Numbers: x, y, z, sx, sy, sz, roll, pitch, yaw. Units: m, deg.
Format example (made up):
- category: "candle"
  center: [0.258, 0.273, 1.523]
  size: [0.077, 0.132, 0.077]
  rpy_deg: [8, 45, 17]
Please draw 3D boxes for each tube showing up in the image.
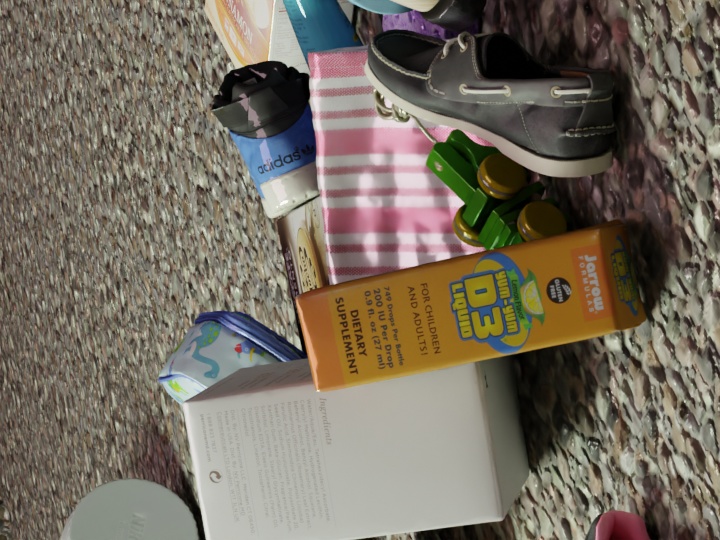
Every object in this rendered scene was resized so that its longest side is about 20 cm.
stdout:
- category: "tube"
  center: [-0.032, -0.184, 1.570]
  size: [0.201, 0.050, 0.077]
  rpy_deg: [63, 173, -20]

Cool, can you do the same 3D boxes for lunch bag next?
- category: "lunch bag"
  center: [-0.056, 0.112, 1.691]
  size: [0.200, 0.083, 0.161]
  rpy_deg: [36, 170, -8]

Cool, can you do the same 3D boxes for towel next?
- category: "towel"
  center: [0.035, -0.052, 1.440]
  size: [0.146, 0.030, 0.201]
  rpy_deg: [-1, 97, 27]

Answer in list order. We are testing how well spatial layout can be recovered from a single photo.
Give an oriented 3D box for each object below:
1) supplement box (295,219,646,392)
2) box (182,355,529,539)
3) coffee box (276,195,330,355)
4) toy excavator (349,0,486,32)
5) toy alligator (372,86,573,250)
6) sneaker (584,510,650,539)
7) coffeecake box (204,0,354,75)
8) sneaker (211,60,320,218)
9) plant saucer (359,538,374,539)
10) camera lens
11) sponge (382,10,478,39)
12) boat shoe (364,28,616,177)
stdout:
- category: "supplement box"
  center: [0.066, 0.022, 1.299]
  size: [0.069, 0.199, 0.067]
  rpy_deg: [-7, -96, -71]
- category: "box"
  center: [0.002, 0.114, 1.440]
  size: [0.152, 0.199, 0.107]
  rpy_deg: [-25, -74, -77]
- category: "coffee box"
  center: [0.000, 0.000, 1.594]
  size: [0.200, 0.079, 0.114]
  rpy_deg: [160, 98, -78]
- category: "toy excavator"
  center: [0.019, -0.269, 1.393]
  size: [0.200, 0.100, 0.195]
  rpy_deg: [33, 103, 58]
- category: "toy alligator"
  center: [0.086, -0.053, 1.369]
  size: [0.200, 0.054, 0.059]
  rpy_deg: [52, 141, 21]
- category: "sneaker"
  center: [0.179, 0.218, 1.273]
  size: [0.200, 0.079, 0.096]
  rpy_deg: [52, 135, 50]
- category: "coffeecake box"
  center: [-0.062, -0.250, 1.689]
  size: [0.154, 0.073, 0.201]
  rpy_deg: [-119, 27, -43]
- category: "sneaker"
  center: [-0.059, -0.102, 1.606]
  size: [0.200, 0.076, 0.112]
  rpy_deg: [-31, -80, -87]
- category: "plant saucer"
  center: [0.000, 0.231, 1.606]
  size: [0.200, 0.048, 0.200]
  rpy_deg: [41, 178, -30]
- category: "camera lens"
  center: [-0.264, 0.345, 2.411]
  size: [0.200, 0.159, 0.160]
  rpy_deg: [107, 147, -52]
- category: "sponge"
  center: [0.047, -0.165, 1.494]
  size: [0.112, 0.030, 0.201]
  rpy_deg: [-134, 39, -57]
- category: "boat shoe"
  center: [0.080, -0.120, 1.329]
  size: [0.200, 0.072, 0.068]
  rpy_deg: [28, 129, 43]
